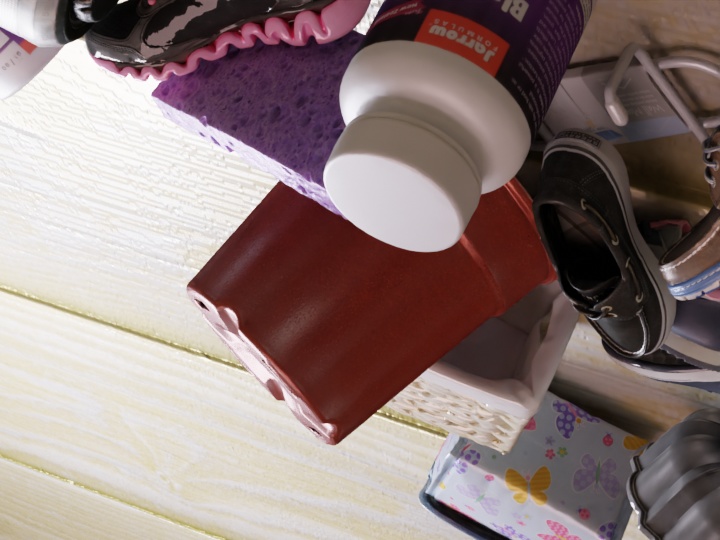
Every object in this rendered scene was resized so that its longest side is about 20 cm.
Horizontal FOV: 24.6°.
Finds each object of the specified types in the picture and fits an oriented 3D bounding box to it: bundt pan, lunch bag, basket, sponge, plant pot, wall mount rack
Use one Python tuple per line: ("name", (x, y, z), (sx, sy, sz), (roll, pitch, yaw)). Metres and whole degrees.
("bundt pan", (0.306, 0.180, 1.256), (0.201, 0.202, 0.076), (29, 122, -3))
("lunch bag", (0.149, 0.191, 1.459), (0.169, 0.128, 0.200), (28, 158, 2))
("basket", (0.060, 0.036, 1.270), (0.199, 0.136, 0.124), (23, 156, 8))
("sponge", (-0.037, -0.111, 1.066), (0.199, 0.112, 0.030), (31, 158, 41))
("plant pot", (0.000, 0.000, 1.121), (0.201, 0.195, 0.201), (44, 169, 10))
("wall mount rack", (0.164, -0.066, 1.071), (0.199, 0.075, 0.174), (-5, 139, 46))

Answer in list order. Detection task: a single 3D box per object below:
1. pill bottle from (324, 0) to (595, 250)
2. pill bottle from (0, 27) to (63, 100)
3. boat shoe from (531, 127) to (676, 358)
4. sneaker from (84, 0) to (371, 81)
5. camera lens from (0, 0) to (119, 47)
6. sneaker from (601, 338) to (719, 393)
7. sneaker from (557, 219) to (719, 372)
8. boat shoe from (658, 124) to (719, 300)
("pill bottle", (0.056, -0.115, 0.933), (0.111, 0.201, 0.112), (20, 151, 12))
("pill bottle", (-0.297, -0.224, 1.163), (0.200, 0.112, 0.111), (41, 148, -26))
("boat shoe", (0.150, -0.003, 1.054), (0.068, 0.057, 0.201), (8, 143, 32))
("sneaker", (-0.095, -0.187, 1.069), (0.198, 0.079, 0.096), (-12, 131, 16))
("camera lens", (-0.230, -0.245, 1.021), (0.199, 0.161, 0.160), (27, 152, 1))
("sneaker", (0.285, 0.090, 1.222), (0.201, 0.077, 0.147), (6, 142, 32))
("sneaker", (0.190, -0.012, 1.165), (0.199, 0.082, 0.070), (32, -161, 20))
("boat shoe", (0.241, -0.065, 0.975), (0.072, 0.072, 0.200), (43, 118, -2))
